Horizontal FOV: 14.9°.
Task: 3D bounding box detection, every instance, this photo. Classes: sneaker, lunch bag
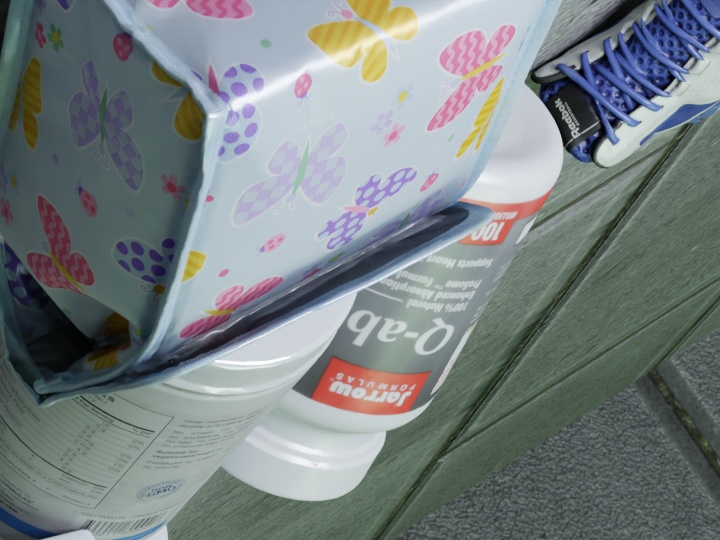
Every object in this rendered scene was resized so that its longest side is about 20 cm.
[{"bbox_3d":[0.161,-0.109,1.483,0.115,0.081,0.199,-32,171,-26],"label":"sneaker"},{"bbox_3d":[-0.035,-0.045,0.967,0.169,0.127,0.200,-26,155,-35],"label":"lunch bag"}]

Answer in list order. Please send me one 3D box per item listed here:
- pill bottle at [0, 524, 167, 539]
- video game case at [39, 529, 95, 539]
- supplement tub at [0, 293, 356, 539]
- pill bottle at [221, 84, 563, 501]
[{"bbox_3d":[-0.179,0.163,1.289,0.109,0.110,0.200,-22,162,-51],"label":"pill bottle"},{"bbox_3d":[-0.210,0.196,1.190,0.200,0.023,0.182,-13,140,-18],"label":"video game case"},{"bbox_3d":[-0.095,0.026,1.149,0.132,0.132,0.200,-27,167,-36],"label":"supplement tub"},{"bbox_3d":[0.000,0.000,1.236,0.116,0.116,0.200,-22,146,-51],"label":"pill bottle"}]
